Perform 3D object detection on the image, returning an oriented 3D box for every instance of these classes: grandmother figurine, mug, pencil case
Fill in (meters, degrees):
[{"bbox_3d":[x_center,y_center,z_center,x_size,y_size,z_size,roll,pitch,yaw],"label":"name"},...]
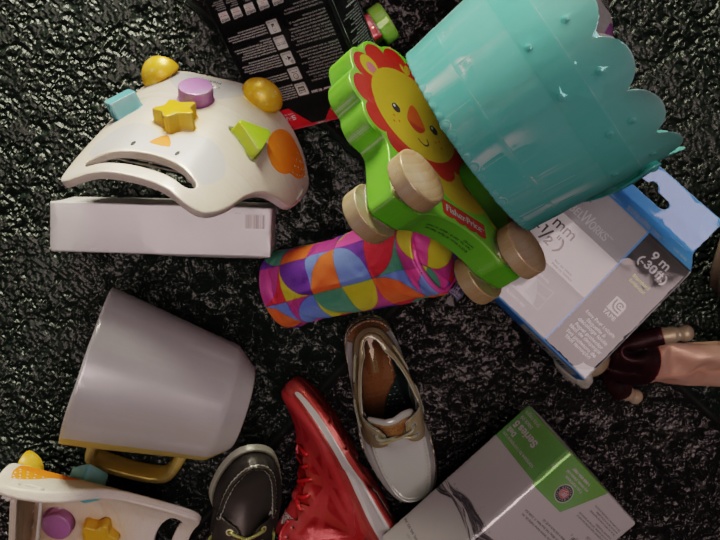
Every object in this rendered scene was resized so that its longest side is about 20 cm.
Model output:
[{"bbox_3d":[0.286,0.091,0.847,0.200,0.061,0.121,5,125,-10],"label":"grandmother figurine"},{"bbox_3d":[-0.191,0.116,0.820,0.153,0.187,0.150,18,64,-13],"label":"mug"},{"bbox_3d":[0.000,0.000,0.781,0.200,0.088,0.088,-13,99,35],"label":"pencil case"}]

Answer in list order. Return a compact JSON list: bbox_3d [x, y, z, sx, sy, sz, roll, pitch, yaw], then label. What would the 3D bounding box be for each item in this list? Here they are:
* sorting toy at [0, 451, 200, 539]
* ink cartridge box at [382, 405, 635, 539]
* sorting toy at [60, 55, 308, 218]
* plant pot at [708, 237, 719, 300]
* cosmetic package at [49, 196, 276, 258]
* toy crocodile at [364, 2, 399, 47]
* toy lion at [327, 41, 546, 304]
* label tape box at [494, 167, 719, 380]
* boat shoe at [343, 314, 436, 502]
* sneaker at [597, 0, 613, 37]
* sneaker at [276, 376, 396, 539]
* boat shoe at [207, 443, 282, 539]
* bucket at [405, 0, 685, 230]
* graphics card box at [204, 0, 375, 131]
[{"bbox_3d":[-0.251,0.267,0.820,0.180,0.107,0.200,10,114,-8],"label":"sorting toy"},{"bbox_3d":[0.144,0.256,0.835,0.200,0.084,0.146,-42,122,3],"label":"ink cartridge box"},{"bbox_3d":[-0.158,-0.099,0.727,0.200,0.180,0.107,13,122,6],"label":"sorting toy"},{"bbox_3d":[0.390,-0.019,0.802,0.093,0.201,0.201,18,97,26],"label":"plant pot"},{"bbox_3d":[-0.182,-0.041,0.810,0.200,0.083,0.051,2,100,-2],"label":"cosmetic package"},{"bbox_3d":[0.021,-0.185,0.807,0.067,0.062,0.200,-32,98,6],"label":"toy crocodile"},{"bbox_3d":[0.056,-0.092,0.701,0.200,0.192,0.069,29,132,-33],"label":"toy lion"},{"bbox_3d":[0.214,-0.022,0.770,0.143,0.066,0.200,44,93,6],"label":"label tape box"},{"bbox_3d":[0.027,0.146,0.848,0.075,0.068,0.200,-20,98,0],"label":"boat shoe"},{"bbox_3d":[0.144,-0.250,0.801,0.200,0.078,0.140,-5,94,-17],"label":"sneaker"},{"bbox_3d":[-0.053,0.213,0.850,0.115,0.078,0.200,-30,96,0],"label":"sneaker"},{"bbox_3d":[-0.114,0.257,0.824,0.072,0.061,0.201,3,122,-18],"label":"boat shoe"},{"bbox_3d":[0.141,-0.140,0.670,0.135,0.207,0.207,-34,98,19],"label":"bucket"},{"bbox_3d":[-0.066,-0.227,0.749,0.125,0.051,0.200,-7,122,34],"label":"graphics card box"}]
